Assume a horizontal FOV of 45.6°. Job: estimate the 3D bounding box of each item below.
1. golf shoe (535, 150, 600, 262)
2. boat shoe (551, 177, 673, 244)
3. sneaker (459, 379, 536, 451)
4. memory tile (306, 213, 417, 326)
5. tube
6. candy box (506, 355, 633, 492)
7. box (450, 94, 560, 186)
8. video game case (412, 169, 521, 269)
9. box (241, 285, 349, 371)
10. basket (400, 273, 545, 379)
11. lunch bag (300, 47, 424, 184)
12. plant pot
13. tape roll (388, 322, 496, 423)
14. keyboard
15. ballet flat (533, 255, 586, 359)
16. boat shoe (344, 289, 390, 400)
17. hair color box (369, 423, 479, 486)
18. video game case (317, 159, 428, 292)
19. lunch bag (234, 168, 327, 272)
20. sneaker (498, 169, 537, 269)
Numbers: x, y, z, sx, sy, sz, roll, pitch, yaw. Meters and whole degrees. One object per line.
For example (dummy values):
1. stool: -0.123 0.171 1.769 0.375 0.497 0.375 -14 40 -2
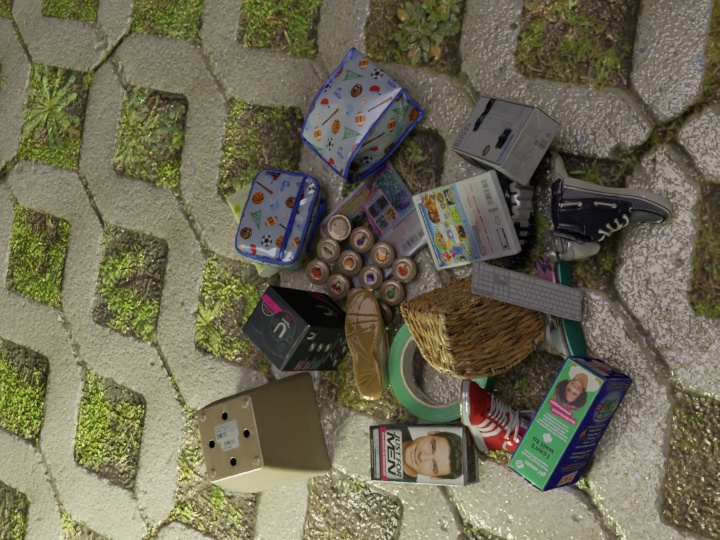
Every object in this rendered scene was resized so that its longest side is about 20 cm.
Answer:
1. golf shoe: 0.353 -0.108 1.450 0.095 0.079 0.204 1 68 -6
2. boat shoe: 0.399 -0.081 1.373 0.196 0.075 0.094 10 69 5
3. sneaker: 0.232 0.242 1.415 0.110 0.201 0.072 0 55 23
4. memory tile: 0.000 0.000 1.621 0.198 0.017 0.155 33 107 12
5. tube: -0.220 -0.085 1.774 0.203 0.057 0.052 68 153 21
6. candy box: 0.335 0.241 1.358 0.076 0.168 0.203 31 99 31
7. box: 0.241 -0.225 1.456 0.118 0.060 0.200 -59 24 6
8. video game case: 0.181 -0.084 1.492 0.198 0.018 0.146 -12 100 52
9. box: -0.106 0.111 1.601 0.122 0.199 0.107 41 104 25
10. basket: 0.192 0.096 1.446 0.148 0.197 0.145 5 113 64
11. lunch bag: -0.005 -0.283 1.625 0.201 0.123 0.170 -50 56 5
12. plant pot: -0.202 0.319 1.647 0.197 0.176 0.204 -20 76 26
13. tape roll: 0.147 0.171 1.541 0.197 0.048 0.205 -4 83 30
14. keyboard: 0.270 0.034 1.386 0.011 0.196 0.057 134 148 -64
15. ballet flat: 0.330 0.071 1.443 0.070 0.068 0.204 -20 70 39
16. boat shoe: 0.018 0.136 1.599 0.072 0.069 0.204 -4 90 23
17. hair color box: 0.111 0.326 1.524 0.197 0.060 0.101 -7 81 36
18. video game case: 0.031 -0.079 1.647 0.200 0.024 0.183 -42 66 20
19. lunch bag: -0.154 -0.105 1.698 0.158 0.076 0.203 12 78 20
20. sneaker: 0.258 -0.104 1.496 0.090 0.066 0.204 7 94 54
